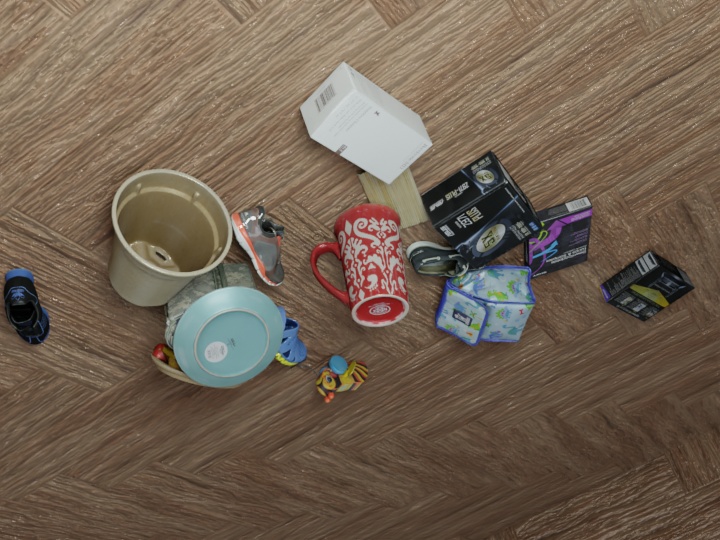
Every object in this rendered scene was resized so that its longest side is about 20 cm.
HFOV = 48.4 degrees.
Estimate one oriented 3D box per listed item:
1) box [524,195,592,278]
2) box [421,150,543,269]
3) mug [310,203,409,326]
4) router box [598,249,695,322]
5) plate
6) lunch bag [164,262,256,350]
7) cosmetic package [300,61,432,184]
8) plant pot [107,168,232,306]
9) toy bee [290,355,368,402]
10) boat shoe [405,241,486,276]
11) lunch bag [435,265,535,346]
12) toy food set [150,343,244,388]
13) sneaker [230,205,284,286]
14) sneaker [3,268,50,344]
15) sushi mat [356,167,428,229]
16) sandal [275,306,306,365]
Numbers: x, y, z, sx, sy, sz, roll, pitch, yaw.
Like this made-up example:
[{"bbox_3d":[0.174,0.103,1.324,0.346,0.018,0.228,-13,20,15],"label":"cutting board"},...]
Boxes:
[{"bbox_3d":[0.428,-0.068,1.740,0.142,0.036,0.201,-18,144,0],"label":"box"},{"bbox_3d":[0.241,-0.113,1.565,0.163,0.087,0.200,-31,141,17],"label":"box"},{"bbox_3d":[0.009,0.003,1.513,0.177,0.202,0.133,-30,140,27],"label":"mug"},{"bbox_3d":[0.708,0.042,1.977,0.199,0.053,0.157,22,128,-41],"label":"router box"},{"bbox_3d":[-0.227,0.123,1.402,0.198,0.026,0.202,-11,120,-20],"label":"plate"},{"bbox_3d":[-0.282,0.073,1.485,0.166,0.200,0.141,1,119,-18],"label":"lunch bag"},{"bbox_3d":[0.011,-0.238,1.318,0.199,0.082,0.113,24,125,-40],"label":"cosmetic package"},{"bbox_3d":[-0.342,-0.038,1.358,0.199,0.202,0.183,7,148,-29],"label":"plant pot"},{"bbox_3d":[-0.067,0.266,1.897,0.198,0.109,0.131,-5,143,-17],"label":"toy bee"},{"bbox_3d":[0.189,-0.014,1.688,0.198,0.061,0.076,1,139,-23],"label":"boat shoe"},{"bbox_3d":[0.275,0.078,1.798,0.198,0.128,0.171,3,143,-4],"label":"lunch bag"},{"bbox_3d":[-0.298,0.176,1.525,0.199,0.197,0.049,12,95,-43],"label":"toy food set"},{"bbox_3d":[-0.170,-0.044,1.496,0.081,0.077,0.201,-26,143,1],"label":"sneaker"},{"bbox_3d":[-0.616,0.088,1.472,0.069,0.078,0.201,-8,141,-13],"label":"sneaker"},{"bbox_3d":[0.064,-0.138,1.521,0.095,0.012,0.201,-22,142,5],"label":"sushi mat"},{"bbox_3d":[-0.165,0.139,1.725,0.087,0.080,0.200,-30,143,11],"label":"sandal"}]
